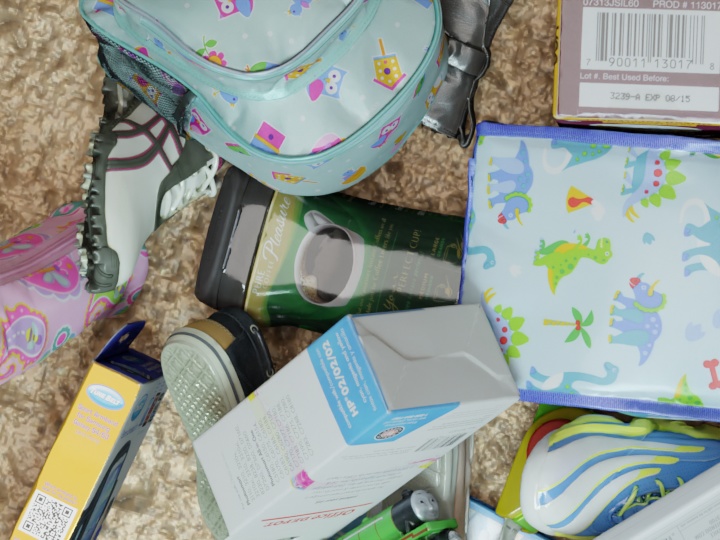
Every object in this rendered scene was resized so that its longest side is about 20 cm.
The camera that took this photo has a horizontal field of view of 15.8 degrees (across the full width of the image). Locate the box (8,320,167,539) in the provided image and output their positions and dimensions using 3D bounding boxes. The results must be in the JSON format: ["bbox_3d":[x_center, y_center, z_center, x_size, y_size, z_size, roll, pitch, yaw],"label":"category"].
[{"bbox_3d":[-0.174,0.128,1.641,0.041,0.119,0.200,28,95,4],"label":"box"}]

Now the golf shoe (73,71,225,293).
[{"bbox_3d":[-0.127,-0.064,1.605,0.088,0.200,0.077,11,136,-3],"label":"golf shoe"}]

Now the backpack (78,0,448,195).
[{"bbox_3d":[-0.048,-0.149,1.556,0.200,0.153,0.176,41,77,7],"label":"backpack"}]

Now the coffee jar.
[{"bbox_3d":[0.000,0.000,1.635,0.200,0.085,0.104,16,92,4],"label":"coffee jar"}]

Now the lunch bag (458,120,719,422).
[{"bbox_3d":[0.159,0.002,1.557,0.200,0.127,0.170,5,89,-1],"label":"lunch bag"}]

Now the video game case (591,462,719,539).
[{"bbox_3d":[0.231,0.189,1.546,0.200,0.024,0.182,-31,125,0],"label":"video game case"}]

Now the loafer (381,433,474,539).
[{"bbox_3d":[0.043,0.167,1.629,0.072,0.063,0.200,17,111,30],"label":"loafer"}]

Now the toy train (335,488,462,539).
[{"bbox_3d":[-0.013,0.194,1.612,0.200,0.042,0.056,-35,68,35],"label":"toy train"}]

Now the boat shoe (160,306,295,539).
[{"bbox_3d":[-0.070,0.110,1.634,0.075,0.062,0.200,10,128,36],"label":"boat shoe"}]

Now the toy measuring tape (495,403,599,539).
[{"bbox_3d":[0.122,0.157,1.622,0.074,0.074,0.200,21,78,5],"label":"toy measuring tape"}]

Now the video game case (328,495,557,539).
[{"bbox_3d":[0.062,0.220,1.670,0.200,0.018,0.143,27,95,5],"label":"video game case"}]

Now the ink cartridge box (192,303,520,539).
[{"bbox_3d":[-0.016,0.098,1.541,0.200,0.115,0.068,-40,65,39],"label":"ink cartridge box"}]

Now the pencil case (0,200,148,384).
[{"bbox_3d":[-0.210,0.015,1.602,0.087,0.200,0.087,10,112,26],"label":"pencil case"}]

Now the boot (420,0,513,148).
[{"bbox_3d":[0.020,-0.191,1.639,0.200,0.069,0.174,34,103,11],"label":"boot"}]

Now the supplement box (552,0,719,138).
[{"bbox_3d":[0.173,-0.126,1.554,0.110,0.200,0.086,3,91,5],"label":"supplement box"}]

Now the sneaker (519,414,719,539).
[{"bbox_3d":[0.191,0.125,1.560,0.105,0.200,0.076,5,97,46],"label":"sneaker"}]
